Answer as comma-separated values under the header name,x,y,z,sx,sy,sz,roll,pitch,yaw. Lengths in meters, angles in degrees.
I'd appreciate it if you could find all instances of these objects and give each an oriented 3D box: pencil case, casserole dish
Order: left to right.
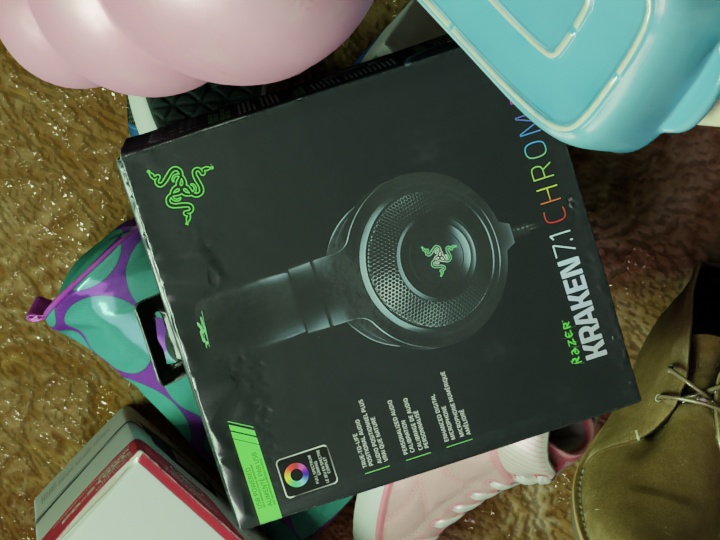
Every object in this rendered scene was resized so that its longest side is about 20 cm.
name,x,y,z,sx,sy,sz,roll,pitch,yaw
pencil case,-0.078,0.062,1.293,0.092,0.085,0.200,-39,102,28
casserole dish,0.065,-0.132,0.954,0.200,0.039,0.121,50,134,20

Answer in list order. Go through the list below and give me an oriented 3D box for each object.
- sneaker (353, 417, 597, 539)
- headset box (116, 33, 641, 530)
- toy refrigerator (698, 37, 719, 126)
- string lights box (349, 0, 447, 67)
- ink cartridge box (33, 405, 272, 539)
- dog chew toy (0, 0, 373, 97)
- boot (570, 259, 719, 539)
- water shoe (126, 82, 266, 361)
name,x,y,z,sx,sy,sz,roll,pitch,yaw
sneaker,0.062,0.101,1.255,0.104,0.075,0.201,25,129,15
headset box,0.000,0.000,1.059,0.199,0.093,0.175,-17,98,-1
toy refrigerator,0.150,-0.104,0.983,0.200,0.070,0.076,12,114,63
string lights box,0.006,-0.038,1.187,0.103,0.059,0.200,40,133,-6
ink cartridge box,-0.099,0.159,1.307,0.145,0.084,0.200,43,177,-8
dog chew toy,-0.081,-0.128,0.984,0.200,0.125,0.125,-13,119,47
boot,0.144,0.070,1.103,0.073,0.200,0.076,17,130,4
water shoe,-0.086,-0.049,1.162,0.071,0.201,0.079,1,160,-28
